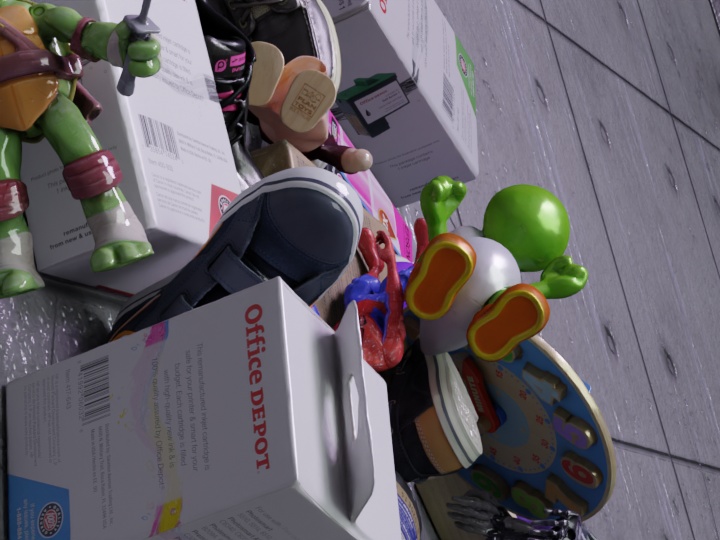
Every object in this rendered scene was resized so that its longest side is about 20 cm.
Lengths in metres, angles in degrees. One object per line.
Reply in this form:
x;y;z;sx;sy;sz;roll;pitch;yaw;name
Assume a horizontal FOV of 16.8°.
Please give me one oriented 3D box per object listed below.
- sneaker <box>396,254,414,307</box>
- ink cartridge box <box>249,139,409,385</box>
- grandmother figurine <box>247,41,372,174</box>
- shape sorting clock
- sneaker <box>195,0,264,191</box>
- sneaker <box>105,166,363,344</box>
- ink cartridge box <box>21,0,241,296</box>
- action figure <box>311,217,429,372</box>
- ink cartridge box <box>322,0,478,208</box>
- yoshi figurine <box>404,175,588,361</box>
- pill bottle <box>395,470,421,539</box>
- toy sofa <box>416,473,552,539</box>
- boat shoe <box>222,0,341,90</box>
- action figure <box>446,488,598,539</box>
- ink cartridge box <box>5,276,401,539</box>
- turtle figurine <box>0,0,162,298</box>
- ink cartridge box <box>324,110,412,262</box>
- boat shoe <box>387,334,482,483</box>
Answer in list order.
0.071;0.058;1.829;0.070;0.099;0.200;-58;145;-12;sneaker
-0.031;0.037;1.661;0.165;0.075;0.201;42;34;-56;ink cartridge box
-0.044;-0.103;1.704;0.121;0.061;0.200;38;-7;5;grandmother figurine
0.097;0.102;1.736;0.039;0.199;0.201;-38;112;-30;shape sorting clock
-0.105;-0.113;1.575;0.077;0.084;0.201;-28;94;-48;sneaker
-0.074;0.023;1.384;0.078;0.200;0.080;37;38;-17;sneaker
-0.147;-0.095;1.467;0.147;0.082;0.201;20;53;-66;ink cartridge box
0.000;0.000;1.574;0.200;0.065;0.100;-71;146;-61;action figure
0.018;-0.176;1.980;0.200;0.084;0.147;54;25;-37;ink cartridge box
0.091;-0.011;1.597;0.200;0.111;0.113;-57;140;-78;yoshi figurine
-0.031;0.198;1.454;0.112;0.111;0.200;63;20;-19;pill bottle
0.119;0.148;1.924;0.083;0.097;0.200;65;21;-14;toy sofa
-0.074;-0.207;1.797;0.066;0.071;0.202;18;48;-58;boat shoe
0.092;0.218;1.754;0.101;0.200;0.120;22;68;-15;action figure
-0.072;0.107;1.297;0.125;0.199;0.129;45;31;-49;ink cartridge box
-0.180;-0.090;1.295;0.143;0.200;0.195;-15;90;-36;turtle figurine
0.004;-0.023;1.868;0.200;0.037;0.095;57;23;-43;ink cartridge box
0.041;0.091;1.610;0.075;0.062;0.200;62;6;-11;boat shoe
